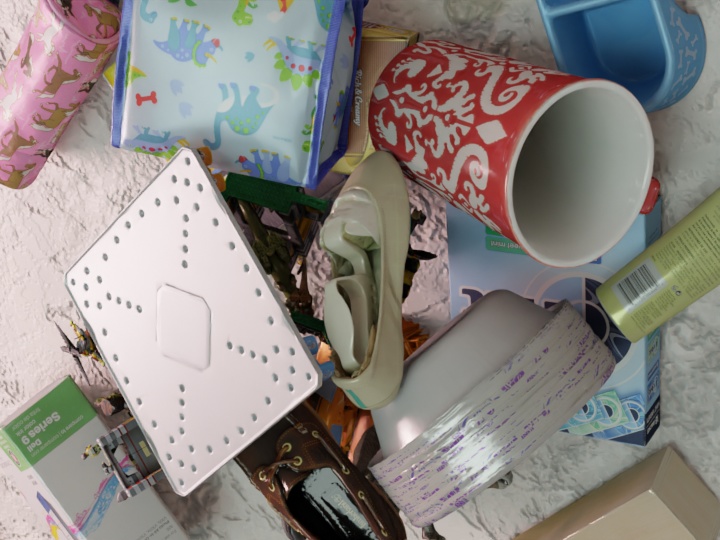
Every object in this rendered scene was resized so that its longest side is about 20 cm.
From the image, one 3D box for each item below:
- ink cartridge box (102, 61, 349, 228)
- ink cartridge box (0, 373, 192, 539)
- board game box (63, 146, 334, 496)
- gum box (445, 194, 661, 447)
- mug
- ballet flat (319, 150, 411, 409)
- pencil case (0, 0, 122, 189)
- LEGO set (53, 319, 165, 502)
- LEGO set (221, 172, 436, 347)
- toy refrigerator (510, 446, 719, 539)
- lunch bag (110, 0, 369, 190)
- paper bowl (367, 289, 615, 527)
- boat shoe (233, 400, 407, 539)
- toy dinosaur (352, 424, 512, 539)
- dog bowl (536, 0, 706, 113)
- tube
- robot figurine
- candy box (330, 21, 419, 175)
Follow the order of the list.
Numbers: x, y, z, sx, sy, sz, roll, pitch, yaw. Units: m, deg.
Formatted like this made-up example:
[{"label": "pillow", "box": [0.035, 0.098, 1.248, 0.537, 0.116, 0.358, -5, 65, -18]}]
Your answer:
[{"label": "ink cartridge box", "box": [-0.090, -0.139, 1.570, 0.199, 0.047, 0.198, -33, 94, 38]}, {"label": "ink cartridge box", "box": [-0.254, 0.206, 1.760, 0.201, 0.087, 0.145, 52, 160, -5]}, {"label": "board game box", "box": [-0.124, 0.039, 1.412, 0.200, 0.026, 0.201, -41, 75, 42]}, {"label": "gum box", "box": [0.154, 0.030, 1.513, 0.168, 0.045, 0.202, 9, 117, 25]}, {"label": "mug", "box": [0.112, -0.082, 1.404, 0.199, 0.134, 0.178, 29, 164, 51]}, {"label": "ballet flat", "box": [0.000, 0.000, 1.382, 0.069, 0.069, 0.202, -16, 66, 33]}, {"label": "pencil case", "box": [-0.279, -0.162, 1.641, 0.082, 0.087, 0.200, 30, 125, -11]}, {"label": "LEGO set", "box": [-0.209, 0.116, 1.673, 0.201, 0.115, 0.154, 63, 168, -11]}, {"label": "LEGO set", "box": [-0.046, 0.007, 1.501, 0.198, 0.155, 0.116, 9, 161, 11]}, {"label": "toy refrigerator", "box": [0.200, 0.230, 1.569, 0.076, 0.070, 0.200, 47, 127, -7]}, {"label": "lunch bag", "box": [-0.086, -0.182, 1.406, 0.168, 0.128, 0.202, 10, 113, 9]}, {"label": "paper bowl", "box": [0.087, 0.093, 1.429, 0.105, 0.201, 0.200, 49, 126, 0]}, {"label": "boat shoe", "box": [-0.042, 0.156, 1.441, 0.200, 0.070, 0.071, 41, 103, 3]}, {"label": "toy dinosaur", "box": [0.031, 0.164, 1.557, 0.077, 0.199, 0.103, -5, 70, 52]}, {"label": "dog bowl", "box": [0.180, -0.203, 1.386, 0.111, 0.050, 0.202, -10, 107, 32]}, {"label": "tube", "box": [0.268, -0.023, 1.405, 0.199, 0.052, 0.058, -39, 134, 14]}, {"label": "robot figurine", "box": [-0.004, 0.143, 1.596, 0.058, 0.144, 0.202, 23, 113, 37]}, {"label": "candy box", "box": [-0.060, -0.149, 1.501, 0.198, 0.056, 0.118, 11, 104, 8]}]
